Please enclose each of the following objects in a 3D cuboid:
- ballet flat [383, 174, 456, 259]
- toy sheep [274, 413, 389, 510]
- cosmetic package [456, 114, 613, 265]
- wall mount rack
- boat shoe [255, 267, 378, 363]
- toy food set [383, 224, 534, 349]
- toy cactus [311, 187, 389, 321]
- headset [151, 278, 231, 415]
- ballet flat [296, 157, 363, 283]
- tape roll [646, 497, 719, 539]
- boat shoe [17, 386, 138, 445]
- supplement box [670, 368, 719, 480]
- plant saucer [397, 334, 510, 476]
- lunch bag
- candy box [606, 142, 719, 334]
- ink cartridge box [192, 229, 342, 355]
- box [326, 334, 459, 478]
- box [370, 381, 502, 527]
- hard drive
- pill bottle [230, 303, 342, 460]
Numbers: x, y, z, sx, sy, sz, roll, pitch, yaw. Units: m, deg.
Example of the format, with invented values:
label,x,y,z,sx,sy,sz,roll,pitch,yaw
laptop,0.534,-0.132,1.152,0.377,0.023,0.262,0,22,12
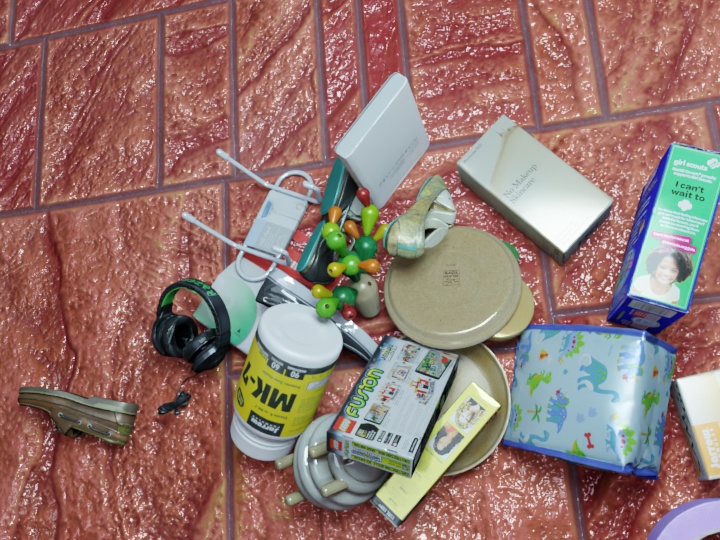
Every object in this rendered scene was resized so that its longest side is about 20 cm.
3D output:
label,x,y,z,sx,sy,sz,roll,pitch,yaw
ballet flat,0.097,-0.073,1.006,0.070,0.200,0.071,13,124,21
toy sheep,-0.027,0.251,0.952,0.200,0.137,0.139,-27,65,50
cosmetic package,0.244,-0.114,1.023,0.200,0.073,0.104,43,89,19
wall mount rack,-0.160,-0.093,1.099,0.173,0.075,0.201,19,70,14
boat shoe,-0.061,0.079,1.023,0.200,0.070,0.066,38,80,-9
toy food set,0.130,0.020,1.010,0.199,0.049,0.199,-18,57,5
toy cactus,0.000,0.000,1.000,0.102,0.165,0.201,-4,48,19
headset,-0.256,0.112,1.053,0.123,0.094,0.201,22,116,25
ballet flat,-0.035,-0.072,1.084,0.068,0.068,0.201,24,79,-22
tape roll,0.438,0.374,0.854,0.199,0.066,0.201,-3,74,13
boat shoe,-0.441,0.222,1.106,0.199,0.072,0.068,6,76,15
supplement box,0.500,0.174,0.884,0.199,0.074,0.127,-16,72,10
plant saucer,0.107,0.180,1.000,0.199,0.035,0.201,-4,75,14
lunch bag,0.279,0.159,0.920,0.199,0.127,0.171,2,74,44
candy box,0.384,-0.034,0.916,0.077,0.169,0.201,16,80,14
ink cartridge box,-0.134,0.030,1.093,0.161,0.050,0.201,30,87,19
box,0.046,0.163,0.914,0.110,0.035,0.200,14,35,18
box,0.099,0.235,0.932,0.050,0.075,0.200,40,87,17
hard drive,0.037,-0.174,1.021,0.026,0.200,0.132,36,87,20
pill bottle,-0.106,0.154,0.977,0.114,0.114,0.201,34,122,19
